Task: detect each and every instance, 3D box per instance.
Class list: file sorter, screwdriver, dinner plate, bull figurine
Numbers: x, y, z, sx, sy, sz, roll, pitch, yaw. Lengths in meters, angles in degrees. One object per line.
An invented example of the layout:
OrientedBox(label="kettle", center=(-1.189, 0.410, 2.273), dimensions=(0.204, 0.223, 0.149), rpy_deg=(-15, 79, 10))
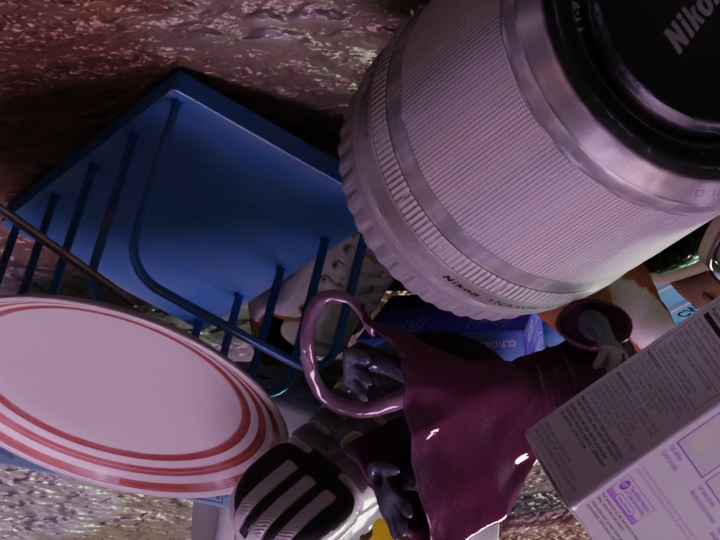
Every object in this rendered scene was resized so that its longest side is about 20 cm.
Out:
OrientedBox(label="file sorter", center=(-0.103, 0.010, 1.560), dimensions=(0.138, 0.123, 0.200), rpy_deg=(28, 146, -23))
OrientedBox(label="screwdriver", center=(-0.192, -0.039, 1.474), dimensions=(0.200, 0.028, 0.029), rpy_deg=(33, -160, 8))
OrientedBox(label="dinner plate", center=(-0.132, 0.061, 1.512), dimensions=(0.199, 0.024, 0.201), rpy_deg=(11, 148, 7))
OrientedBox(label="bull figurine", center=(0.103, -0.003, 1.534), dimensions=(0.121, 0.065, 0.200), rpy_deg=(26, 160, 53))

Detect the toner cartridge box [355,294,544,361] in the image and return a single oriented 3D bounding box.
OrientedBox(label="toner cartridge box", center=(0.055, 0.044, 1.668), dimensions=(0.094, 0.043, 0.200), rpy_deg=(-4, -174, 7))

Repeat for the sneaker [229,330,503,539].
OrientedBox(label="sneaker", center=(-0.006, 0.114, 1.528), dimensions=(0.200, 0.075, 0.116), rpy_deg=(-32, 155, -38))

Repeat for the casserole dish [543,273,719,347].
OrientedBox(label="casserole dish", center=(0.186, 0.020, 1.737), dimensions=(0.121, 0.039, 0.200), rpy_deg=(11, 153, -27))

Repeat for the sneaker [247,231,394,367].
OrientedBox(label="sneaker", center=(0.000, 0.000, 1.628), dimensions=(0.073, 0.085, 0.200), rpy_deg=(13, 152, -26))

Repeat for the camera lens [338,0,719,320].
OrientedBox(label="camera lens", center=(0.098, -0.077, 1.350), dimensions=(0.159, 0.161, 0.200), rpy_deg=(12, 154, -27))

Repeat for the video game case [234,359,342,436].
OrientedBox(label="video game case", center=(0.015, 0.078, 1.682), dimensions=(0.181, 0.022, 0.200), rpy_deg=(0, -172, -32))

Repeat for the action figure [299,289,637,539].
OrientedBox(label="action figure", center=(0.087, 0.073, 1.466), dimensions=(0.199, 0.135, 0.149), rpy_deg=(-13, -152, -27))

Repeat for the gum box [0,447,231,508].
OrientedBox(label="gum box", center=(-0.104, 0.094, 1.739), dimensions=(0.199, 0.045, 0.170), rpy_deg=(9, -170, 25))

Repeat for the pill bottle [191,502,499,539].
OrientedBox(label="pill bottle", center=(-0.010, 0.173, 1.999), dimensions=(0.199, 0.110, 0.109), rpy_deg=(6, 156, -15))

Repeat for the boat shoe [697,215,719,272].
OrientedBox(label="boat shoe", center=(0.245, -0.023, 1.406), dimensions=(0.199, 0.068, 0.075), rpy_deg=(-15, 140, -45))

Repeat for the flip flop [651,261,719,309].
OrientedBox(label="flip flop", center=(0.198, -0.003, 1.615), dimensions=(0.199, 0.081, 0.058), rpy_deg=(-9, 114, 27))

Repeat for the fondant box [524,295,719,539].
OrientedBox(label="fondant box", center=(0.197, 0.075, 1.376), dimensions=(0.200, 0.058, 0.144), rpy_deg=(-34, 134, 5))

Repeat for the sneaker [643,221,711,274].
OrientedBox(label="sneaker", center=(0.210, -0.045, 1.539), dimensions=(0.085, 0.078, 0.200), rpy_deg=(2, 168, -43))
